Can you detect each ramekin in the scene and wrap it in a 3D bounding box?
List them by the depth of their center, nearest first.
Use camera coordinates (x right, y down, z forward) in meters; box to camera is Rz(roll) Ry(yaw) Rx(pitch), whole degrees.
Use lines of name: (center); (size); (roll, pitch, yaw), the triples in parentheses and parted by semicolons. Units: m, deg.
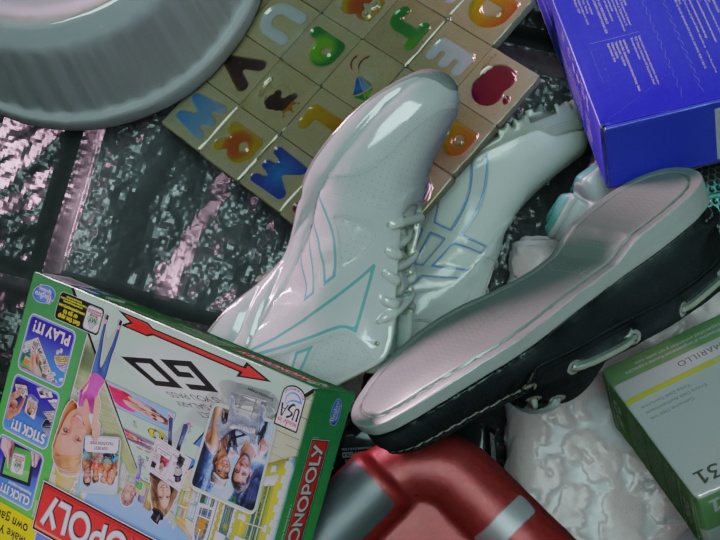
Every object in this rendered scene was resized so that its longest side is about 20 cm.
ramekin: (-0.153, -0.182, 0.935); (0.202, 0.094, 0.203); (-2, 74, 6)

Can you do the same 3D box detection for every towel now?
towel: (0.168, 0.084, 0.908); (0.190, 0.032, 0.201); (2, 78, 3)

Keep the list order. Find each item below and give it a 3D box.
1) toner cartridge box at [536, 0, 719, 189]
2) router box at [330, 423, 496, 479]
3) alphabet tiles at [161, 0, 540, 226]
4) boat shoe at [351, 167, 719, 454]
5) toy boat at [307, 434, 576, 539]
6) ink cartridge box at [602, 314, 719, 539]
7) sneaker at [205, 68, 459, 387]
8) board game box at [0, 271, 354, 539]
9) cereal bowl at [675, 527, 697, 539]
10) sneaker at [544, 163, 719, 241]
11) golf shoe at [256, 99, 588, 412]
toner cartridge box: (0.143, -0.132, 0.898); (0.095, 0.043, 0.200); (-12, 47, 1)
router box: (-0.029, 0.156, 0.877); (0.199, 0.062, 0.150); (-4, 80, 7)
alphabet tiles: (-0.009, -0.107, 0.926); (0.200, 0.006, 0.167); (37, 82, 34)
boat shoe: (0.088, 0.030, 0.804); (0.200, 0.076, 0.060); (-33, 111, -11)
toy boat: (0.047, 0.162, 0.765); (0.200, 0.131, 0.131); (44, 89, 13)
ink cartridge box: (0.218, 0.088, 0.811); (0.145, 0.048, 0.200); (-24, 37, -5)
sneaker: (0.000, 0.000, 0.834); (0.080, 0.070, 0.201); (38, 109, 21)
board game box: (-0.099, 0.090, 0.829); (0.200, 0.029, 0.135); (19, 94, 40)
cereal bowl: (0.224, 0.202, 0.834); (0.199, 0.083, 0.201); (0, 93, 4)
sneaker: (0.194, -0.040, 0.902); (0.200, 0.078, 0.091); (-30, 77, -12)
golf shoe: (0.047, -0.006, 0.916); (0.200, 0.078, 0.097); (-35, 85, 5)
